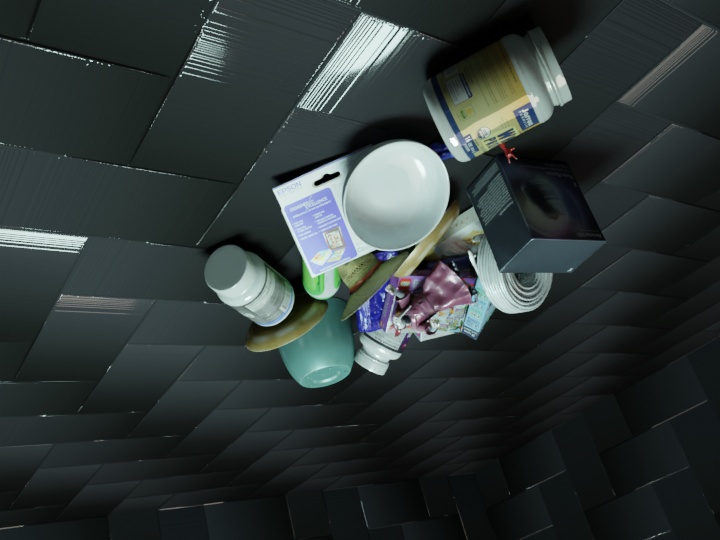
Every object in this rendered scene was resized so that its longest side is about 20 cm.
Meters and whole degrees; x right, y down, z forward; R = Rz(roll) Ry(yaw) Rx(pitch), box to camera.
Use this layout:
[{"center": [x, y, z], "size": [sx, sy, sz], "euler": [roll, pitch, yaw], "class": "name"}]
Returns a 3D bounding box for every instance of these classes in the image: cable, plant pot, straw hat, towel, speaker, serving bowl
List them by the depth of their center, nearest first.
[{"center": [0.055, -0.139, 1.328], "size": [0.198, 0.066, 0.202], "euler": [-8, 118, -16], "class": "serving bowl"}, {"center": [0.000, 0.000, 1.473], "size": [0.201, 0.085, 0.201], "euler": [-44, -176, 4], "class": "straw hat"}, {"center": [0.139, -0.058, 1.522], "size": [0.200, 0.027, 0.200], "euler": [-50, 177, -3], "class": "plant pot"}, {"center": [-0.079, -0.018, 1.538], "size": [0.087, 0.089, 0.201], "euler": [-12, 152, -9], "class": "speaker"}, {"center": [0.329, -0.012, 1.594], "size": [0.199, 0.202, 0.069], "euler": [-34, -163, -36], "class": "cable"}, {"center": [-0.165, 0.105, 1.638], "size": [0.198, 0.200, 0.028], "euler": [-23, 110, 10], "class": "plant pot"}, {"center": [0.053, 0.038, 1.654], "size": [0.146, 0.050, 0.202], "euler": [-12, 119, -8], "class": "towel"}, {"center": [-0.102, 0.184, 1.815], "size": [0.198, 0.163, 0.201], "euler": [-14, 153, -7], "class": "plant pot"}]

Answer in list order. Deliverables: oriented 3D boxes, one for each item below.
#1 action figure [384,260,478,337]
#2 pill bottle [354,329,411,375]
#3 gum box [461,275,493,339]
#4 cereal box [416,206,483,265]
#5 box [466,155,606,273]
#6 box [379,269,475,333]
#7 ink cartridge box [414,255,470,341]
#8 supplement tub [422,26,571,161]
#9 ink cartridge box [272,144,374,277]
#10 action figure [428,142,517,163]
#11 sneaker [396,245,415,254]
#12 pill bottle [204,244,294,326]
[{"center": [0.138, 0.066, 1.597], "size": [0.199, 0.135, 0.149], "euler": [-38, 166, 9], "class": "action figure"}, {"center": [0.065, 0.139, 1.785], "size": [0.111, 0.111, 0.202], "euler": [21, 98, -50], "class": "pill bottle"}, {"center": [0.302, 0.034, 1.730], "size": [0.170, 0.044, 0.201], "euler": [-51, 159, -37], "class": "gum box"}, {"center": [0.236, -0.076, 1.663], "size": [0.199, 0.040, 0.143], "euler": [-32, 151, 26], "class": "cereal box"}, {"center": [0.348, -0.109, 1.496], "size": [0.198, 0.200, 0.123], "euler": [0, 149, -30], "class": "box"}, {"center": [0.148, 0.069, 1.665], "size": [0.198, 0.039, 0.138], "euler": [3, 112, -27], "class": "box"}, {"center": [0.187, 0.058, 1.726], "size": [0.118, 0.042, 0.202], "euler": [-10, 121, -22], "class": "ink cartridge box"}, {"center": [0.212, -0.274, 1.172], "size": [0.198, 0.146, 0.144], "euler": [-26, 152, 17], "class": "supplement tub"}, {"center": [-0.038, -0.112, 1.380], "size": [0.196, 0.044, 0.202], "euler": [-23, 122, -1], "class": "ink cartridge box"}, {"center": [0.193, -0.211, 1.335], "size": [0.199, 0.100, 0.065], "euler": [-34, 149, 25], "class": "action figure"}, {"center": [0.117, -0.100, 1.511], "size": [0.129, 0.080, 0.200], "euler": [-19, 154, 7], "class": "sneaker"}, {"center": [-0.222, 0.030, 1.513], "size": [0.113, 0.115, 0.200], "euler": [-23, 152, 12], "class": "pill bottle"}]
